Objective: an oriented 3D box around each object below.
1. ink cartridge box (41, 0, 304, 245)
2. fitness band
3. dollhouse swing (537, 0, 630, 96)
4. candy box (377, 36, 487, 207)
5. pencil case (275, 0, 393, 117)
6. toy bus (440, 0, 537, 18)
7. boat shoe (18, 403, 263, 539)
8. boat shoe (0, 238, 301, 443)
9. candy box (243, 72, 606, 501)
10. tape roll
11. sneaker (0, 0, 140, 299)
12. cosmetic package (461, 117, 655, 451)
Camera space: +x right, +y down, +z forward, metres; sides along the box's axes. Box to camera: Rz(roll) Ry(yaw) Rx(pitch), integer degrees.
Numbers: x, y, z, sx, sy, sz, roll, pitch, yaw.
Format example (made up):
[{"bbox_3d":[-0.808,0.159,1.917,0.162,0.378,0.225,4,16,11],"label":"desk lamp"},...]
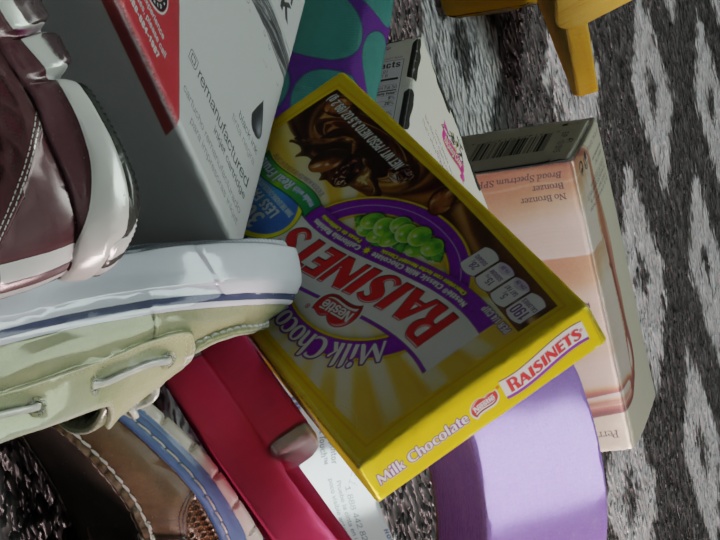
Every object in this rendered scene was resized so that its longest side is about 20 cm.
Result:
[{"bbox_3d":[-0.091,-0.117,0.945,0.200,0.084,0.144,-79,154,-46],"label":"ink cartridge box"},{"bbox_3d":[-0.041,0.071,0.942,0.200,0.037,0.144,53,-7,37],"label":"fitness band"},{"bbox_3d":[0.187,-0.256,1.691,0.176,0.182,0.200,50,18,-48],"label":"dollhouse swing"},{"bbox_3d":[0.015,-0.009,1.269,0.200,0.061,0.136,-79,154,-45],"label":"candy box"},{"bbox_3d":[-0.032,-0.096,1.122,0.092,0.085,0.200,-55,-163,43],"label":"pencil case"},{"bbox_3d":[0.078,-0.271,1.574,0.078,0.065,0.200,-9,91,-75],"label":"toy bus"},{"bbox_3d":[-0.076,0.120,0.893,0.072,0.072,0.200,-48,113,-27],"label":"boat shoe"},{"bbox_3d":[-0.099,0.026,0.825,0.200,0.072,0.062,-10,96,-45],"label":"boat shoe"},{"bbox_3d":[0.000,0.000,0.906,0.200,0.102,0.026,47,-8,49],"label":"candy box"},{"bbox_3d":[0.016,0.089,1.010,0.066,0.200,0.200,-9,92,-34],"label":"tape roll"},{"bbox_3d":[-0.162,-0.071,0.737,0.200,0.115,0.076,58,-29,9],"label":"sneaker"},{"bbox_3d":[0.118,0.013,1.519,0.087,0.103,0.200,-56,134,-62],"label":"cosmetic package"}]
